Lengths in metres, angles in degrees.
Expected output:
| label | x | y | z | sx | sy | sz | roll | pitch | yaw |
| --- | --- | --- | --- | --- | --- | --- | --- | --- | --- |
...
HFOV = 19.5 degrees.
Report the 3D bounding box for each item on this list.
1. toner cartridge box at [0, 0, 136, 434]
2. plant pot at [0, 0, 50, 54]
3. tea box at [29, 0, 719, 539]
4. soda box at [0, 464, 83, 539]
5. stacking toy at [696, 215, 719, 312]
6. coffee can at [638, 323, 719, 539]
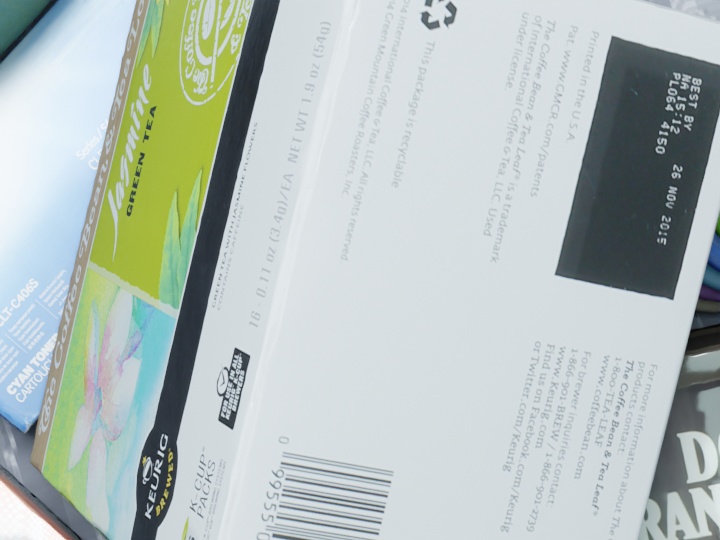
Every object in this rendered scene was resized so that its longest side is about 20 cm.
| label | x | y | z | sx | sy | sz | roll | pitch | yaw |
| --- | --- | --- | --- | --- | --- | --- | --- | --- | --- |
| toner cartridge box | -0.091 | -0.046 | 0.764 | 0.095 | 0.043 | 0.200 | 41 | 83 | -4 |
| plant pot | -0.176 | -0.137 | 0.689 | 0.200 | 0.200 | 0.188 | 25 | 98 | -6 |
| tea box | 0.000 | 0.000 | 0.664 | 0.134 | 0.197 | 0.200 | 12 | 93 | -24 |
| soda box | -0.149 | 0.092 | 0.728 | 0.200 | 0.064 | 0.068 | 42 | 82 | 4 |
| stacking toy | 0.145 | -0.030 | 0.715 | 0.085 | 0.200 | 0.085 | 0 | 87 | -7 |
| coffee can | 0.134 | 0.122 | 0.734 | 0.146 | 0.146 | 0.200 | -12 | 89 | -8 |
